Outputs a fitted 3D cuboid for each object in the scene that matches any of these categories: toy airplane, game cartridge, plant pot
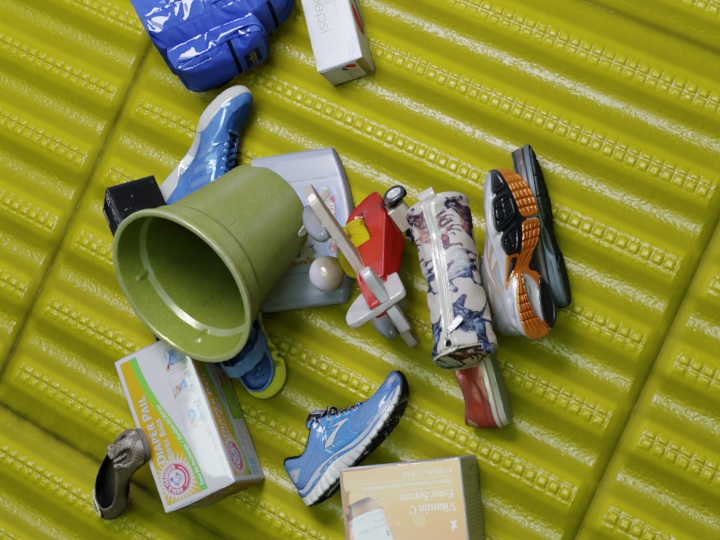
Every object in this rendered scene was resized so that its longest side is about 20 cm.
[{"bbox_3d":[0.000,0.000,1.492,0.139,0.198,0.203,-19,81,24],"label":"toy airplane"},{"bbox_3d":[-0.071,-0.054,1.604,0.131,0.041,0.204,-8,81,19],"label":"game cartridge"},{"bbox_3d":[-0.161,-0.027,1.486,0.198,0.184,0.203,20,131,24],"label":"plant pot"}]

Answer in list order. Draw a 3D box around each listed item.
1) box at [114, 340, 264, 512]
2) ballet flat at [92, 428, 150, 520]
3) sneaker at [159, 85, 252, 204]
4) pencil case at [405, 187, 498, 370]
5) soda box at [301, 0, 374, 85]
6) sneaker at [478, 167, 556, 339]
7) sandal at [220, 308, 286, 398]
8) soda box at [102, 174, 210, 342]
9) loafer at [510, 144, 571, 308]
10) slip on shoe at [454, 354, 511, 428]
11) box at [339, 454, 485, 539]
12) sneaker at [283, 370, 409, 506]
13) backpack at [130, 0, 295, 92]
[{"bbox_3d":[-0.214,0.191,1.574,0.100,0.112,0.203,-24,78,12],"label":"box"},{"bbox_3d":[-0.312,0.260,1.571,0.068,0.046,0.200,60,143,20],"label":"ballet flat"},{"bbox_3d":[-0.175,-0.132,1.619,0.111,0.077,0.201,39,99,23],"label":"sneaker"},{"bbox_3d":[0.104,0.009,1.443,0.077,0.089,0.203,-13,73,12],"label":"pencil case"},{"bbox_3d":[-0.039,-0.349,1.613,0.063,0.068,0.203,-15,79,14],"label":"soda box"},{"bbox_3d":[0.163,-0.017,1.469,0.091,0.075,0.204,-11,87,55],"label":"sneaker"},{"bbox_3d":[-0.163,0.066,1.589,0.079,0.087,0.202,-35,73,11],"label":"sandal"},{"bbox_3d":[-0.259,-0.016,1.582,0.070,0.063,0.202,-17,69,-24],"label":"soda box"},{"bbox_3d":[0.202,-0.049,1.507,0.062,0.072,0.203,-15,81,20],"label":"loafer"},{"bbox_3d":[0.128,0.095,1.510,0.060,0.074,0.203,-17,83,16],"label":"slip on shoe"},{"bbox_3d":[0.068,0.328,1.477,0.150,0.106,0.204,-9,80,15],"label":"box"},{"bbox_3d":[-0.021,0.193,1.535,0.200,0.078,0.089,-46,76,6],"label":"sneaker"},{"bbox_3d":[-0.179,-0.340,1.610,0.198,0.163,0.169,-29,85,-2],"label":"backpack"}]
